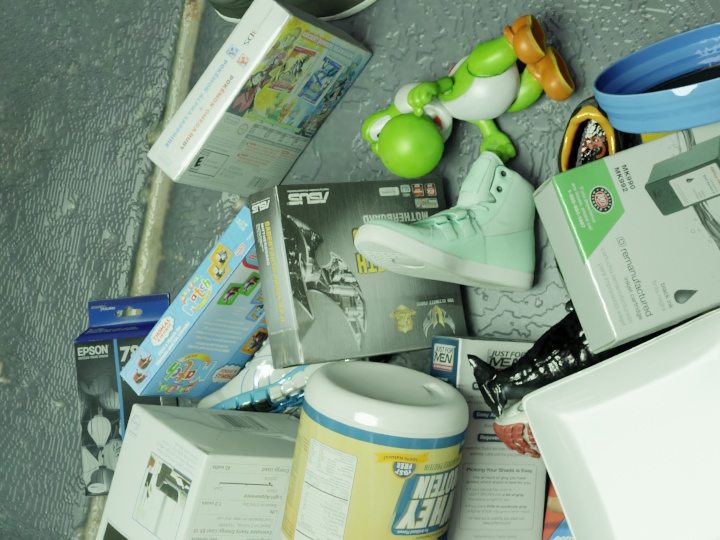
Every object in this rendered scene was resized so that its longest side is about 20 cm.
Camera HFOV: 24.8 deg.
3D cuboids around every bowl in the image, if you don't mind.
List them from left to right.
[{"bbox_3d":[0.297,-0.167,1.385,0.199,0.201,0.040,-13,108,20],"label":"bowl"}]

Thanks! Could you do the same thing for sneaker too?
[{"bbox_3d":[-0.074,0.087,1.585,0.199,0.075,0.087,-25,69,13],"label":"sneaker"},{"bbox_3d":[-0.068,-0.281,1.571,0.198,0.099,0.071,-6,84,19],"label":"sneaker"},{"bbox_3d":[0.078,-0.053,1.474,0.073,0.199,0.119,-3,79,51],"label":"sneaker"},{"bbox_3d":[0.205,-0.059,1.473,0.078,0.077,0.202,-2,91,18],"label":"sneaker"},{"bbox_3d":[0.207,0.101,1.456,0.199,0.078,0.082,-24,55,-7],"label":"sneaker"}]

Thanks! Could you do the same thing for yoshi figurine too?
[{"bbox_3d":[0.092,-0.144,1.505,0.199,0.112,0.113,-27,86,21],"label":"yoshi figurine"}]

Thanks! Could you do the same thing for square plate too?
[{"bbox_3d":[0.254,0.159,1.342,0.197,0.028,0.201,-26,72,20],"label":"square plate"}]

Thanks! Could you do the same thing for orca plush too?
[{"bbox_3d":[0.187,0.045,1.409,0.199,0.071,0.106,-16,49,4],"label":"orca plush"}]

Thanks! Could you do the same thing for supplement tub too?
[{"bbox_3d":[0.009,0.193,1.418,0.144,0.145,0.202,14,103,20],"label":"supplement tub"}]

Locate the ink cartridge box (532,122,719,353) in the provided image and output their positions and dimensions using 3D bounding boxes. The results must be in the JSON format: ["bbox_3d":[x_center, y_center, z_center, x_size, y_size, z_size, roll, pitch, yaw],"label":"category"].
[{"bbox_3d":[0.264,-0.036,1.350,0.199,0.084,0.147,-20,82,-9],"label":"ink cartridge box"}]

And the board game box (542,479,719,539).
[{"bbox_3d":[0.243,0.196,1.419,0.199,0.019,0.104,-12,59,46],"label":"board game box"}]

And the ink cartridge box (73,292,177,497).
[{"bbox_3d":[-0.236,0.126,1.654,0.099,0.039,0.202,-7,85,21],"label":"ink cartridge box"}]

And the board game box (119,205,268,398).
[{"bbox_3d":[-0.122,0.035,1.553,0.037,0.151,0.200,42,102,23],"label":"board game box"}]

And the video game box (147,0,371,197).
[{"bbox_3d":[-0.089,-0.156,1.522,0.047,0.200,0.183,43,102,18],"label":"video game box"}]

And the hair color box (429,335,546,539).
[{"bbox_3d":[0.114,0.162,1.485,0.099,0.060,0.202,4,90,-23],"label":"hair color box"}]

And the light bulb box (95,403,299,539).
[{"bbox_3d":[-0.126,0.242,1.504,0.124,0.197,0.201,26,102,46],"label":"light bulb box"}]

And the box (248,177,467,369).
[{"bbox_3d":[0.000,0.000,1.487,0.048,0.199,0.160,-16,81,51],"label":"box"}]

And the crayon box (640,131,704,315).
[{"bbox_3d":[0.336,-0.058,1.437,0.126,0.051,0.201,-20,82,19],"label":"crayon box"}]
